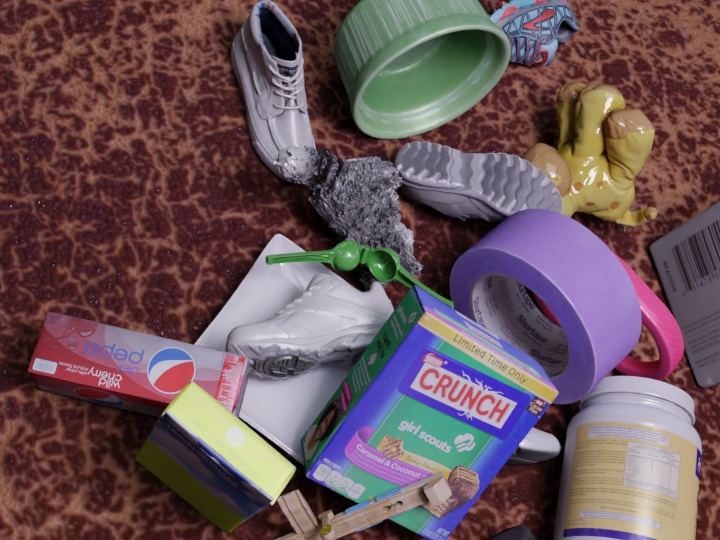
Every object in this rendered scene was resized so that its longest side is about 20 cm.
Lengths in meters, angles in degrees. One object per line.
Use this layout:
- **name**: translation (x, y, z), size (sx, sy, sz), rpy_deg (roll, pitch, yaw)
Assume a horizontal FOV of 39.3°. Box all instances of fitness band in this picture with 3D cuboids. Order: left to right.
- **fitness band**: translation (0.278, 0.048, 1.152), size (0.200, 0.144, 0.037), rpy_deg (47, 62, 3)

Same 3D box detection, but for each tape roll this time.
- **tape roll**: translation (0.197, 0.040, 1.094), size (0.085, 0.200, 0.200), rpy_deg (-36, 84, -29)

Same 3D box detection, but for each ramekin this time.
- **ramekin**: translation (0.065, -0.252, 1.174), size (0.199, 0.200, 0.098), rpy_deg (-14, 66, -25)

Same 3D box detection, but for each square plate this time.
- **square plate**: translation (-0.063, 0.091, 1.074), size (0.198, 0.028, 0.200), rpy_deg (36, 61, -3)

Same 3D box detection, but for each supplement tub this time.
- **supplement tub**: translation (0.287, 0.230, 1.079), size (0.145, 0.145, 0.201), rpy_deg (20, 63, -11)

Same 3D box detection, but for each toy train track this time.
- **toy train track**: translation (-0.007, 0.247, 0.963), size (0.199, 0.033, 0.115), rpy_deg (-24, 118, 8)

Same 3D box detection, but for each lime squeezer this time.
- **lime squeezer**: translation (0.000, 0.000, 1.058), size (0.199, 0.038, 0.071), rpy_deg (15, 47, -6)

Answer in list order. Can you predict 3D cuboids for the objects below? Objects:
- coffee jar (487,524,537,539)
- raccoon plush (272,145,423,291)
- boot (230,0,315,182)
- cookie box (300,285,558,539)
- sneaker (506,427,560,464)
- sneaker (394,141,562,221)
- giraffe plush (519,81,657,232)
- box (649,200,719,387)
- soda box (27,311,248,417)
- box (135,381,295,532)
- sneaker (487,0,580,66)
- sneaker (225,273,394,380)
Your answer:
- **coffee jar**: translation (0.177, 0.364, 1.016), size (0.104, 0.085, 0.201), rpy_deg (-28, 81, -25)
- **raccoon plush**: translation (-0.018, -0.047, 1.095), size (0.199, 0.097, 0.135), rpy_deg (3, 65, -43)
- **boot**: translation (-0.094, -0.206, 1.148), size (0.073, 0.096, 0.201), rpy_deg (-17, 75, -25)
- **cookie box**: translation (0.065, 0.144, 0.989), size (0.171, 0.075, 0.201), rpy_deg (31, 102, -19)
- **sneaker**: translation (0.129, 0.157, 1.095), size (0.199, 0.070, 0.081), rpy_deg (17, 61, -12)
- **sneaker**: translation (0.137, -0.093, 1.170), size (0.199, 0.082, 0.075), rpy_deg (20, 66, 10)
- **giraffe plush**: translation (0.246, -0.113, 1.223), size (0.161, 0.172, 0.201), rpy_deg (-20, 111, -16)
- **box**: translation (0.498, 0.014, 1.217), size (0.170, 0.199, 0.201), rpy_deg (-9, 73, -24)
- **soda box**: translation (-0.210, 0.100, 0.972), size (0.199, 0.070, 0.064), rpy_deg (13, 66, -2)
- **box**: translation (-0.135, 0.173, 0.914), size (0.122, 0.200, 0.048), rpy_deg (39, 61, -1)
- **sneaker**: translation (0.216, -0.307, 1.316), size (0.200, 0.079, 0.096), rpy_deg (-34, 85, -28)
- **sneaker**: translation (-0.052, 0.053, 1.044), size (0.199, 0.078, 0.100), rpy_deg (-3, 63, -31)
